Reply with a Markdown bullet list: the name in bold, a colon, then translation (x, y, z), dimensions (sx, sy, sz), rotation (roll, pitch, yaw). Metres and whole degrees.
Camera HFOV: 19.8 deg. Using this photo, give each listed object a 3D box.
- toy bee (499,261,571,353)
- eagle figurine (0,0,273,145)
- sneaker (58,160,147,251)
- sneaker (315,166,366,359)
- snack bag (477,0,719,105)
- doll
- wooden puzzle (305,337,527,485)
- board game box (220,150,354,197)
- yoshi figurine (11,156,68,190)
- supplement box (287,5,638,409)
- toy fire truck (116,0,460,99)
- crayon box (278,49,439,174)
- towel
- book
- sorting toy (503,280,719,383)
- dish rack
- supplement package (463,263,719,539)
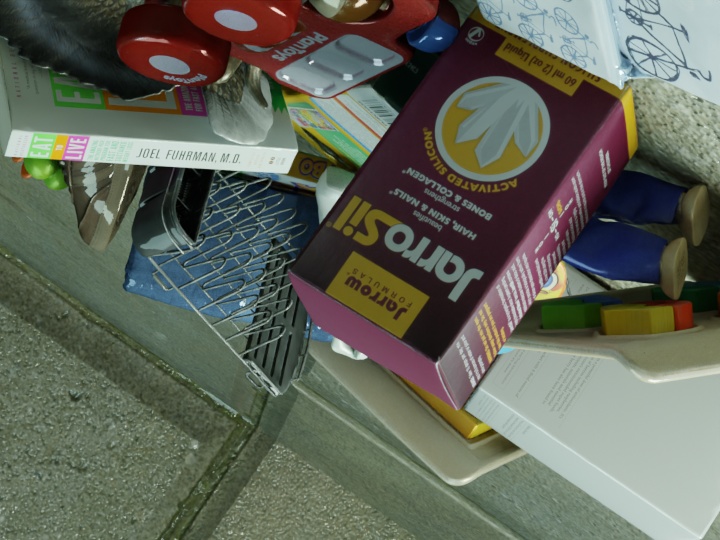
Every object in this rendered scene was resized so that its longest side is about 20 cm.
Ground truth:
- **toy bee**: translation (0.103, -0.004, 1.477), dimensions (0.131, 0.199, 0.109), rotation (-124, 28, -42)
- **eagle figurine**: translation (-0.134, -0.183, 1.375), dimensions (0.199, 0.152, 0.152), rotation (15, 171, 29)
- **sneaker**: translation (-0.197, -0.101, 1.543), dimensions (0.075, 0.071, 0.200), rotation (23, 134, 1)
- **sneaker**: translation (0.000, 0.000, 1.532), dimensions (0.070, 0.080, 0.201), rotation (27, 156, 28)
- **snack bag**: translation (0.122, -0.147, 1.055), dimensions (0.199, 0.021, 0.189), rotation (29, 166, 27)
- **doll**: translation (0.106, -0.034, 1.268), dimensions (0.199, 0.137, 0.049), rotation (14, 152, 23)
- **wooden puzzle**: translation (0.077, 0.082, 1.696), dimensions (0.185, 0.037, 0.200), rotation (43, -146, 20)
- **board game box**: translation (-0.068, -0.082, 1.627), dimensions (0.199, 0.030, 0.095), rotation (12, 176, -16)
- **yoshi figurine**: translation (-0.227, -0.158, 1.635), dimensions (0.112, 0.201, 0.112), rotation (4, 143, -17)
- **supplement box**: translation (0.062, -0.037, 1.201), dimensions (0.110, 0.200, 0.086), rotation (31, 167, 21)
- **toy fire truck**: translation (-0.035, -0.162, 1.190), dimensions (0.167, 0.113, 0.200), rotation (21, 159, -28)
- **crayon box**: translation (0.023, -0.102, 1.414), dimensions (0.126, 0.052, 0.200), rotation (40, 166, -21)
- **towel**: translation (-0.084, -0.013, 1.631), dimensions (0.199, 0.112, 0.049), rotation (14, 176, -11)
- **book**: translation (-0.153, -0.126, 1.411), dimensions (0.199, 0.134, 0.048), rotation (2, 138, -24)
- **sorting toy**: translation (0.193, 0.029, 1.283), dimensions (0.184, 0.037, 0.200), rotation (-7, -171, -24)
- **dish rack**: translation (-0.085, -0.014, 1.479), dimensions (0.054, 0.154, 0.200), rotation (-20, 127, 28)
- **supplement package**: translation (0.197, 0.106, 1.574), dimensions (0.200, 0.121, 0.120), rotation (35, 168, 5)
